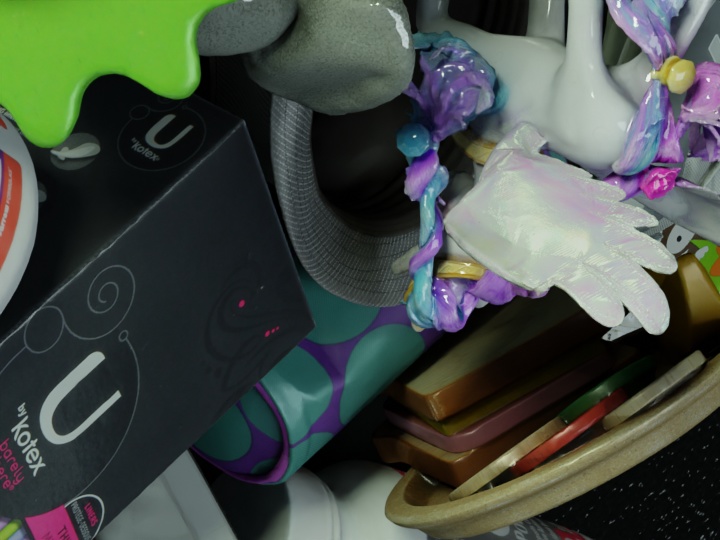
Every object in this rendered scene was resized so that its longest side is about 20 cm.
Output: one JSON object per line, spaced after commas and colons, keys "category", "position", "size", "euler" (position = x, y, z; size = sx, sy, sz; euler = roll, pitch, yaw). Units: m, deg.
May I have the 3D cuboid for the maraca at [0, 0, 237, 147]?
{"category": "maraca", "position": [-0.112, -0.139, 0.864], "size": [0.137, 0.107, 0.200], "euler": [-20, 102, 7]}

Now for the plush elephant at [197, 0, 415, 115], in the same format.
{"category": "plush elephant", "position": [-0.035, -0.142, 0.974], "size": [0.165, 0.200, 0.155], "euler": [31, 131, -24]}

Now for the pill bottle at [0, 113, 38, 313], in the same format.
{"category": "pill bottle", "position": [-0.202, -0.044, 0.885], "size": [0.113, 0.112, 0.200], "euler": [-58, 140, -4]}

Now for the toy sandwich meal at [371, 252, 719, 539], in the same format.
{"category": "toy sandwich meal", "position": [0.081, 0.043, 1.188], "size": [0.205, 0.205, 0.070], "euler": [-34, 98, -33]}

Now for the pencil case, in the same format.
{"category": "pencil case", "position": [0.000, 0.000, 1.196], "size": [0.200, 0.092, 0.085], "euler": [-41, 176, -27]}

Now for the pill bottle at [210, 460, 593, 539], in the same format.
{"category": "pill bottle", "position": [0.020, 0.152, 1.277], "size": [0.200, 0.111, 0.111], "euler": [21, 97, -35]}

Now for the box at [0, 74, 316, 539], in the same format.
{"category": "box", "position": [-0.129, 0.026, 1.035], "size": [0.200, 0.106, 0.122], "euler": [-44, 142, -22]}

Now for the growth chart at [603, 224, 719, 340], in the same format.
{"category": "growth chart", "position": [0.175, -0.011, 1.466], "size": [0.200, 0.018, 0.145], "euler": [-5, 117, -51]}

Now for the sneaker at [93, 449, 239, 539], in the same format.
{"category": "sneaker", "position": [-0.072, 0.159, 1.153], "size": [0.085, 0.200, 0.073], "euler": [-30, 170, -12]}

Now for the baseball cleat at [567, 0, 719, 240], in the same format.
{"category": "baseball cleat", "position": [0.160, -0.105, 1.334], "size": [0.106, 0.070, 0.200], "euler": [3, 123, -40]}

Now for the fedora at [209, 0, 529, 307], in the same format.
{"category": "fedora", "position": [-0.003, -0.094, 1.122], "size": [0.177, 0.090, 0.200], "euler": [10, 100, -55]}

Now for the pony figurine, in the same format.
{"category": "pony figurine", "position": [0.087, -0.056, 1.026], "size": [0.166, 0.193, 0.200], "euler": [2, 102, -42]}
